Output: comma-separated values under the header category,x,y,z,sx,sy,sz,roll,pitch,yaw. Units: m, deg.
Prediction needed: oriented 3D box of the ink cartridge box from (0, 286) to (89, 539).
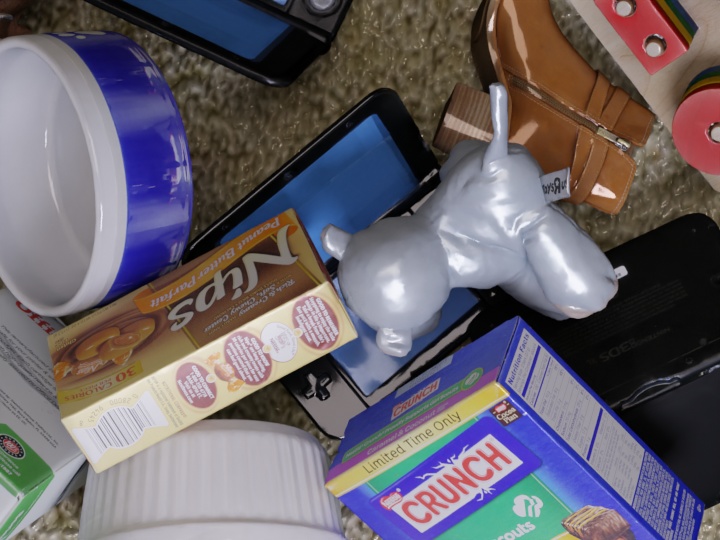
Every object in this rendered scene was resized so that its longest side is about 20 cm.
category,x,y,z,sx,sy,sz,roll,pitch,yaw
ink cartridge box,-0.261,0.104,1.231,0.147,0.200,0.083,42,112,6

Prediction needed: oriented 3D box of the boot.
category,x,y,z,sx,sy,sz,roll,pitch,yaw
boot,0.156,-0.150,1.314,0.155,0.077,0.201,21,72,-4

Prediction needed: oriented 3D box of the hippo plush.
category,x,y,z,sx,sy,sz,roll,pitch,yaw
hippo plush,0.071,0.000,1.190,0.161,0.200,0.160,-37,86,-6

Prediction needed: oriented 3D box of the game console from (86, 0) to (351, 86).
category,x,y,z,sx,sy,sz,roll,pitch,yaw
game console,-0.105,-0.242,1.302,0.199,0.116,0.176,26,85,4

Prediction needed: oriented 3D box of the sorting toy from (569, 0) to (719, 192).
category,x,y,z,sx,sy,sz,roll,pitch,yaw
sorting toy,0.276,-0.171,1.239,0.200,0.070,0.199,-34,101,33

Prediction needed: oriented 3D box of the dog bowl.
category,x,y,z,sx,sy,sz,roll,pitch,yaw
dog bowl,-0.206,-0.071,1.251,0.079,0.200,0.201,-12,81,-37

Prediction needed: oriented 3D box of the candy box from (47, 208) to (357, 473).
category,x,y,z,sx,sy,sz,roll,pitch,yaw
candy box,-0.111,0.045,1.187,0.199,0.116,0.055,-27,121,0

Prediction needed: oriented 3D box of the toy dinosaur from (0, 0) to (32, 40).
category,x,y,z,sx,sy,sz,roll,pitch,yaw
toy dinosaur,-0.267,-0.221,1.303,0.086,0.136,0.201,28,85,5

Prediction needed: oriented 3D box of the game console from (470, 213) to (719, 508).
category,x,y,z,sx,sy,sz,roll,pitch,yaw
game console,0.208,0.086,1.287,0.199,0.116,0.176,-25,60,2

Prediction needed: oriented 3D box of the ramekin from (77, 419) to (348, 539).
category,x,y,z,sx,sy,sz,roll,pitch,yaw
ramekin,-0.106,0.170,1.229,0.201,0.202,0.095,-4,70,2

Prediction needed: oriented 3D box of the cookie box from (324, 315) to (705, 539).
category,x,y,z,sx,sy,sz,roll,pitch,yaw
cookie box,0.106,0.154,1.194,0.200,0.075,0.171,44,127,-15

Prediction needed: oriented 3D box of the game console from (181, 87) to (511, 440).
category,x,y,z,sx,sy,sz,roll,pitch,yaw
game console,0.000,0.000,1.279,0.200,0.116,0.176,-39,83,-2
